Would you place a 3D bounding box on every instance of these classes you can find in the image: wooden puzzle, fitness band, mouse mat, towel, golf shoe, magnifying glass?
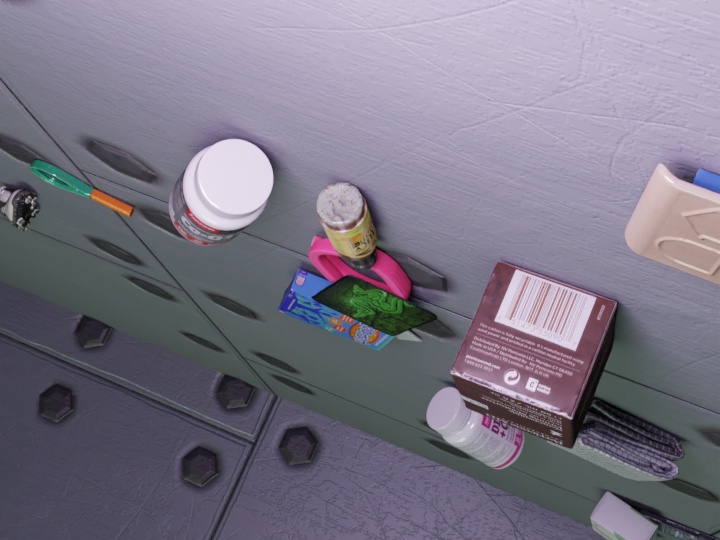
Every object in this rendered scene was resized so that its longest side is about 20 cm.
[{"bbox_3d":[0.351,-0.028,1.002,0.200,0.046,0.185,26,166,11],"label":"wooden puzzle"},{"bbox_3d":[0.000,0.000,1.665,0.143,0.037,0.200,17,165,26],"label":"fitness band"},{"bbox_3d":[0.018,0.059,1.746,0.161,0.008,0.200,26,160,-13],"label":"mouse mat"},{"bbox_3d":[0.447,0.301,1.928,0.200,0.086,0.166,24,167,-7],"label":"towel"},{"bbox_3d":[-0.721,-0.135,2.266,0.088,0.077,0.200,34,164,-8],"label":"golf shoe"},{"bbox_3d":[-0.504,-0.147,1.979,0.200,0.022,0.080,24,165,-1],"label":"magnifying glass"}]

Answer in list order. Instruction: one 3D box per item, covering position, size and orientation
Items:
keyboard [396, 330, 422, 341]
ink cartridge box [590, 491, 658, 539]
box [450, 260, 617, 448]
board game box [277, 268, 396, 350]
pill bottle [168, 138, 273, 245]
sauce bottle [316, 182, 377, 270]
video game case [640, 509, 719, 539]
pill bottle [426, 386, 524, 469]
[{"bbox_3d":[0.036,0.082,1.949,0.056,0.011,0.200,10,160,43],"label":"keyboard"},{"bbox_3d":[0.655,0.637,2.721,0.146,0.084,0.200,33,169,24],"label":"ink cartridge box"},{"bbox_3d":[0.232,0.115,1.444,0.166,0.164,0.200,19,165,18],"label":"box"},{"bbox_3d":[-0.035,0.071,1.908,0.200,0.045,0.152,21,161,-6],"label":"board game box"},{"bbox_3d":[-0.184,-0.102,1.442,0.114,0.114,0.200,27,165,-12],"label":"pill bottle"},{"bbox_3d":[-0.011,-0.052,1.452,0.065,0.065,0.200,20,167,15],"label":"sauce bottle"},{"bbox_3d":[0.794,0.651,2.728,0.200,0.019,0.143,18,165,19],"label":"video game case"},{"bbox_3d":[0.238,0.326,2.279,0.200,0.113,0.113,33,163,-32],"label":"pill bottle"}]
